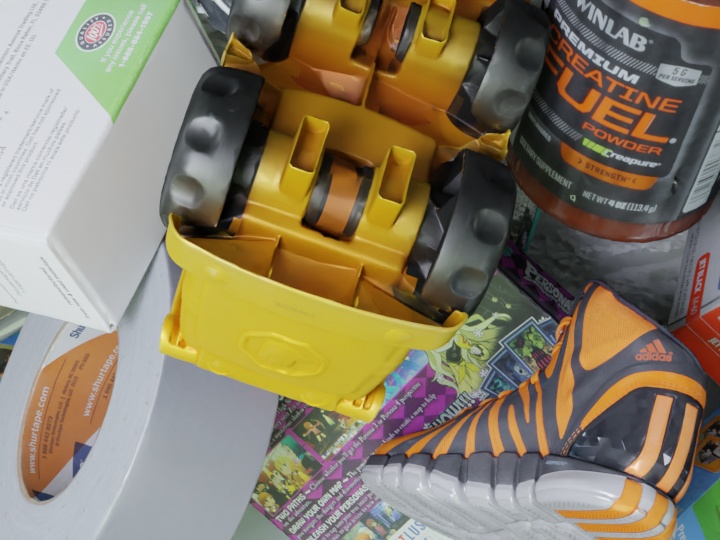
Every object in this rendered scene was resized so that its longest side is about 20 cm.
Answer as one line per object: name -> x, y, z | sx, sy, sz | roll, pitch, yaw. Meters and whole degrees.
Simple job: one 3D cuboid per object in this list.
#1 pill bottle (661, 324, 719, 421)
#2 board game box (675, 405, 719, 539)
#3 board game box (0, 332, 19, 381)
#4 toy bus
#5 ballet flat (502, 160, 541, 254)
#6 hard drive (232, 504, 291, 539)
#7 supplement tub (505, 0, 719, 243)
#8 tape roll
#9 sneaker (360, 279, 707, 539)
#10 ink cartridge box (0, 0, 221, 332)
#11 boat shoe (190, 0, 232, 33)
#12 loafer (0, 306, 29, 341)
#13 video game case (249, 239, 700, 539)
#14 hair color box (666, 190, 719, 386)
pill bottle -> 0.123, 0.121, 1.064 | 0.112, 0.113, 0.200 | 28, 133, -7
board game box -> 0.223, 0.108, 0.965 | 0.037, 0.200, 0.152 | 25, 149, 48
board game box -> -0.195, 0.101, 1.141 | 0.199, 0.152, 0.045 | 7, 135, 16
toy bus -> -0.012, -0.035, 0.856 | 0.135, 0.201, 0.192 | 18, 150, -4
ballet flat -> 0.048, 0.015, 0.999 | 0.072, 0.072, 0.201 | 11, 119, 10
hard drive -> -0.066, 0.120, 1.067 | 0.132, 0.201, 0.026 | 25, 175, -37
supplement tub -> 0.131, -0.114, 0.842 | 0.106, 0.107, 0.201 | 18, 136, 4
tape roll -> -0.119, 0.074, 0.976 | 0.066, 0.201, 0.200 | 22, 140, -29
sneaker -> 0.087, 0.068, 0.899 | 0.077, 0.113, 0.199 | 36, 155, -31
ink cartridge box -> -0.184, -0.069, 0.946 | 0.199, 0.146, 0.084 | 12, 153, 27
boat shoe -> -0.051, -0.140, 0.918 | 0.200, 0.072, 0.068 | 34, 134, -22
loafer -> -0.195, -0.008, 1.100 | 0.199, 0.075, 0.070 | -18, 119, 22
video game case -> 0.038, 0.079, 0.977 | 0.181, 0.036, 0.200 | 40, 119, -5
hair color box -> 0.236, -0.031, 0.879 | 0.064, 0.111, 0.200 | 41, 132, -20
